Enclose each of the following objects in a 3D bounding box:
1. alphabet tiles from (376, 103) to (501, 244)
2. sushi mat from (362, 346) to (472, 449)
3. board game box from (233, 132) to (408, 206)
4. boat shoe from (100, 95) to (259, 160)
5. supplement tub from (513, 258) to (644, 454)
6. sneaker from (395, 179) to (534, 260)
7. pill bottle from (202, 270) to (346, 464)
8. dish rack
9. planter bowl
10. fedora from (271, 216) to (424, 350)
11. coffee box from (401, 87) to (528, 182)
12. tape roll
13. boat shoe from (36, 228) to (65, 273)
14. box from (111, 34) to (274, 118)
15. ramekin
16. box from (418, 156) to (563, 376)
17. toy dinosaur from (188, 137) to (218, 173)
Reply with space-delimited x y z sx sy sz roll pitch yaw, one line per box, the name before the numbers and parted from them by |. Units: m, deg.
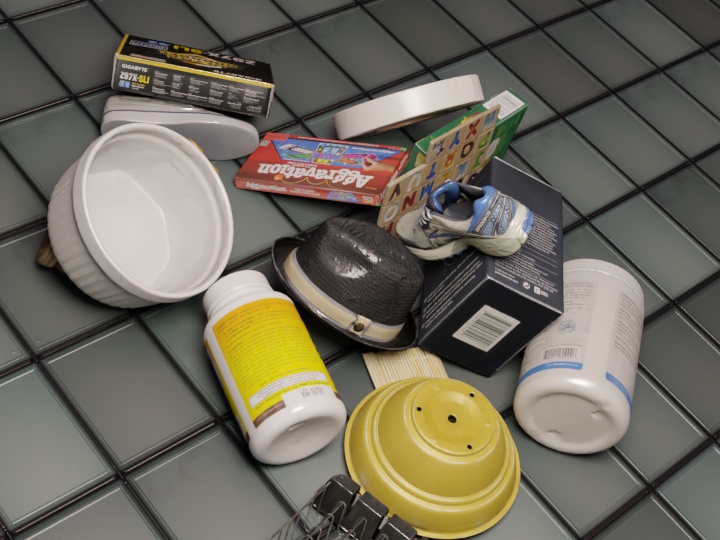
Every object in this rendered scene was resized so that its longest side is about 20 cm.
alphabet tiles | 0.092 -0.107 1.470 0.008 0.167 0.200 39 50 24
sushi mat | 0.077 0.168 1.334 0.095 0.012 0.200 -8 54 -23
board game box | -0.049 -0.130 1.491 0.199 0.019 0.103 9 44 22
boat shoe | -0.227 -0.191 1.502 0.199 0.074 0.065 8 53 -13
supplement tub | 0.257 0.099 1.372 0.132 0.132 0.200 22 47 1
sneaker | 0.101 -0.066 1.315 0.085 0.200 0.077 40 64 -29
pill bottle | -0.100 0.099 1.269 0.109 0.109 0.200 -12 56 -26
dish rack | -0.020 0.291 1.141 0.153 0.055 0.200 35 36 14
planter bowl | 0.088 0.177 1.264 0.200 0.084 0.201 8 49 -10
fedora | 0.000 0.000 1.352 0.200 0.092 0.201 31 22 -14
coffee box | 0.131 -0.153 1.554 0.044 0.123 0.200 42 53 17
tape roll | 0.063 -0.211 1.541 0.202 0.203 0.037 -17 94 -29
boat shoe | -0.315 -0.073 1.381 0.067 0.072 0.200 30 48 -21
box | -0.215 -0.253 1.529 0.199 0.049 0.160 10 17 -9
ramekin | -0.249 -0.052 1.307 0.200 0.105 0.201 21 59 -40
box | 0.155 -0.004 1.402 0.107 0.148 0.200 25 46 -18
toy dinosaur | -0.216 -0.096 1.448 0.200 0.060 0.106 34 73 19
